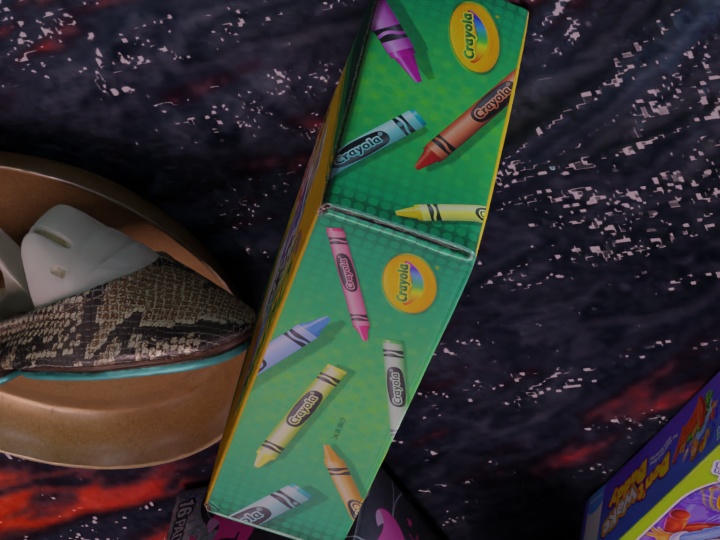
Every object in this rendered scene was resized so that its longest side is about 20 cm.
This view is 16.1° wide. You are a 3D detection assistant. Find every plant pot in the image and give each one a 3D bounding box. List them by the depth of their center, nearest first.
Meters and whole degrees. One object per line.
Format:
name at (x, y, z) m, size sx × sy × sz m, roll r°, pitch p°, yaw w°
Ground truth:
plant pot at (-0.137, 0.014, 1.077) m, size 0.199 × 0.028 × 0.201 m, roll 9°, pitch 140°, yaw 8°

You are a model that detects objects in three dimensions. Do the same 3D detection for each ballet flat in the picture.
ballet flat at (-0.132, 0.014, 1.002) m, size 0.199 × 0.068 × 0.076 m, roll -12°, pitch 101°, yaw 38°

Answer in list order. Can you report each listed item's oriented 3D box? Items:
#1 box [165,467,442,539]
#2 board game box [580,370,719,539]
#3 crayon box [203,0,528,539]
box at (-0.026, 0.204, 1.132) m, size 0.114 × 0.201 × 0.132 m, roll -14°, pitch 134°, yaw 28°
board game box at (0.211, 0.123, 1.085) m, size 0.199 × 0.045 × 0.135 m, roll 24°, pitch 140°, yaw -11°
crayon box at (0.000, 0.000, 0.943) m, size 0.058 × 0.119 × 0.200 m, roll 18°, pitch 141°, yaw -4°
